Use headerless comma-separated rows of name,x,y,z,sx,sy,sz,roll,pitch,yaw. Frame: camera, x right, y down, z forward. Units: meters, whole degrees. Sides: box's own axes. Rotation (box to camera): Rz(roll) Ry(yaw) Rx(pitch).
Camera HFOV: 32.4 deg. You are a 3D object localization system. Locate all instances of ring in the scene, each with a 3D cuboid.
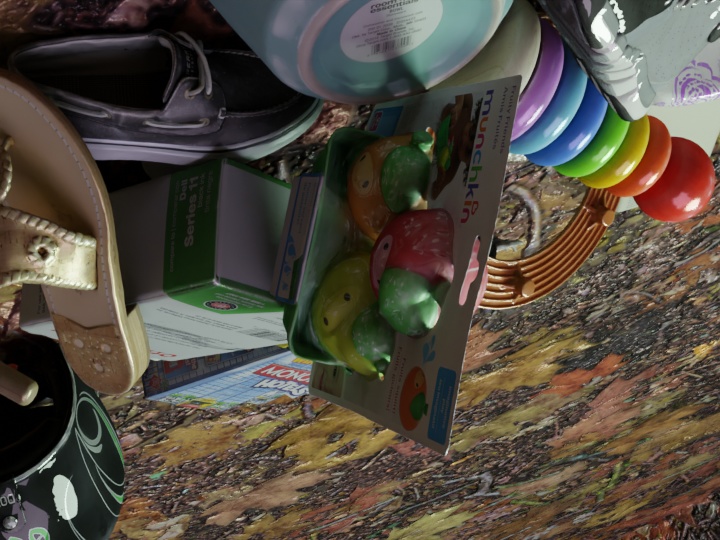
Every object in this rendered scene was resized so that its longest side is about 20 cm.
ring,0.116,-0.068,0.821,0.199,0.019,0.203,-15,116,-32

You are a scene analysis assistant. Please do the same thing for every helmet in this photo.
helmet,-0.290,0.173,1.043,0.198,0.201,0.192,-15,138,-11

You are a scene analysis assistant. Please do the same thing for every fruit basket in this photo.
fruit basket,0.017,-0.010,0.673,0.093,0.188,0.200,12,180,-16

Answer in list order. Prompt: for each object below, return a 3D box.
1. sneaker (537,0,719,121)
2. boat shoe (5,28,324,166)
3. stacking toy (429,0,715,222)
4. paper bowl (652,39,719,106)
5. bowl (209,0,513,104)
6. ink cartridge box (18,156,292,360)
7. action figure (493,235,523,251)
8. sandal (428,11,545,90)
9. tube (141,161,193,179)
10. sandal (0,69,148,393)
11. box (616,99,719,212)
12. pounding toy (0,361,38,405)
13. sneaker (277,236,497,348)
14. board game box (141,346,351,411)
sneaker,0.147,-0.150,0.606,0.115,0.075,0.200,-38,163,11
boat shoe,-0.112,-0.105,0.732,0.198,0.073,0.071,-9,157,-19
stacking toy,0.139,-0.085,0.756,0.199,0.086,0.085,27,132,-30
paper bowl,0.228,-0.200,0.760,0.198,0.105,0.201,-17,155,-8
bowl,0.007,-0.165,0.665,0.199,0.106,0.201,-17,156,-8
ink cartridge box,-0.113,0.001,0.832,0.198,0.084,0.146,-11,160,38
action figure,0.069,-0.045,0.944,0.101,0.120,0.201,-5,146,-15
sandal,0.104,-0.141,0.825,0.210,0.078,0.070,12,126,-47
tube,-0.097,-0.051,0.890,0.052,0.058,0.200,-59,158,-8
sandal,-0.182,-0.003,0.702,0.077,0.070,0.213,2,126,27
box,0.230,-0.128,0.949,0.081,0.069,0.201,-18,155,-6
pounding toy,-0.315,0.014,0.686,0.198,0.186,0.142,-26,155,12
sneaker,0.000,0.000,0.884,0.198,0.085,0.075,-16,-156,28
board game box,-0.059,0.068,1.106,0.198,0.062,0.199,-24,156,28
